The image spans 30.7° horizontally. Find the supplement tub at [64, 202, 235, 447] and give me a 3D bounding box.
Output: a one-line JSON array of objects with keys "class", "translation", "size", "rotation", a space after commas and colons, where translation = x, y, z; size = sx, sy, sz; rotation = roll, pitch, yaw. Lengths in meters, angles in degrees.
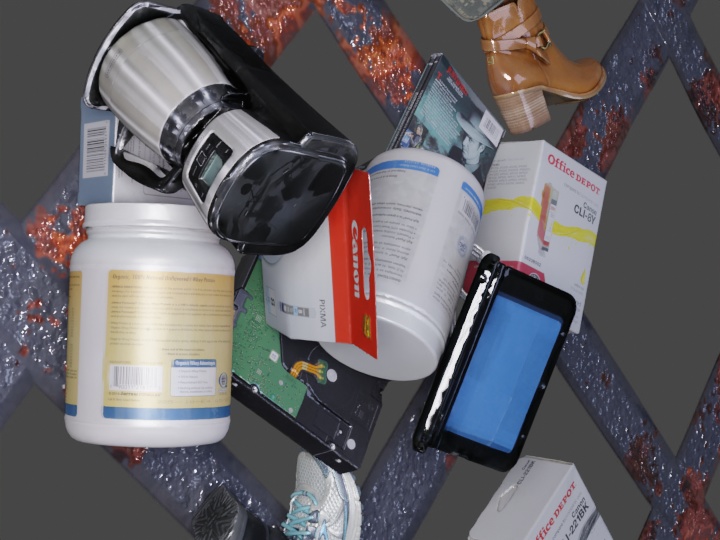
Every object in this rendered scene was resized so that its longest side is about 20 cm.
[{"class": "supplement tub", "translation": [-0.182, 0.047, 1.138], "size": [0.144, 0.144, 0.202], "rotation": [4, 87, -45]}]

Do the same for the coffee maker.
[{"class": "coffee maker", "translation": [-0.097, -0.122, 1.083], "size": [0.191, 0.200, 0.135], "rotation": [-21, 145, -37]}]

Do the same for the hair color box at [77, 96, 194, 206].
[{"class": "hair color box", "translation": [-0.162, -0.102, 1.219], "size": [0.199, 0.060, 0.100], "rotation": [4, 87, -45]}]

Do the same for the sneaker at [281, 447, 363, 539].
[{"class": "sneaker", "translation": [-0.049, 0.276, 1.323], "size": [0.086, 0.077, 0.202], "rotation": [-6, 92, -38]}]

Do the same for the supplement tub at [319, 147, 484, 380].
[{"class": "supplement tub", "translation": [0.041, -0.008, 1.304], "size": [0.132, 0.131, 0.201], "rotation": [43, 53, -36]}]

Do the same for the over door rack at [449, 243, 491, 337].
[{"class": "over door rack", "translation": [0.115, 0.075, 1.431], "size": [0.148, 0.066, 0.202], "rotation": [38, 62, -87]}]

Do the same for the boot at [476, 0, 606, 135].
[{"class": "boot", "translation": [0.220, -0.272, 1.611], "size": [0.199, 0.076, 0.157], "rotation": [-30, 107, -34]}]

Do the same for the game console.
[{"class": "game console", "translation": [0.138, 0.098, 1.302], "size": [0.176, 0.115, 0.202], "rotation": [32, 79, -85]}]

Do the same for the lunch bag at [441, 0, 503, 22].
[{"class": "lunch bag", "translation": [0.092, -0.401, 1.424], "size": [0.199, 0.139, 0.169], "rotation": [32, 26, -41]}]

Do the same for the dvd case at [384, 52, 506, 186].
[{"class": "dvd case", "translation": [0.091, -0.126, 1.504], "size": [0.146, 0.022, 0.201], "rotation": [43, 62, -37]}]

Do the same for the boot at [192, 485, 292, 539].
[{"class": "boot", "translation": [-0.062, 0.292, 1.211], "size": [0.200, 0.165, 0.066], "rotation": [42, 94, -12]}]

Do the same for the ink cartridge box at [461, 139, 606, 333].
[{"class": "ink cartridge box", "translation": [0.212, -0.040, 1.582], "size": [0.145, 0.083, 0.202], "rotation": [25, 72, -42]}]

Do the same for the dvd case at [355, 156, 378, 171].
[{"class": "dvd case", "translation": [0.000, 0.000, 1.396], "size": [0.150, 0.025, 0.202], "rotation": [-31, 114, -34]}]

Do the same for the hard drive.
[{"class": "hard drive", "translation": [-0.060, 0.091, 1.297], "size": [0.200, 0.038, 0.141], "rotation": [39, 52, -25]}]

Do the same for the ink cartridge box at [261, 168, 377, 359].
[{"class": "ink cartridge box", "translation": [-0.042, -0.014, 1.165], "size": [0.047, 0.200, 0.162], "rotation": [-6, 101, -20]}]

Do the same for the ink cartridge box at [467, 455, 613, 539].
[{"class": "ink cartridge box", "translation": [0.233, 0.349, 1.601], "size": [0.144, 0.083, 0.201], "rotation": [-49, 122, -33]}]
